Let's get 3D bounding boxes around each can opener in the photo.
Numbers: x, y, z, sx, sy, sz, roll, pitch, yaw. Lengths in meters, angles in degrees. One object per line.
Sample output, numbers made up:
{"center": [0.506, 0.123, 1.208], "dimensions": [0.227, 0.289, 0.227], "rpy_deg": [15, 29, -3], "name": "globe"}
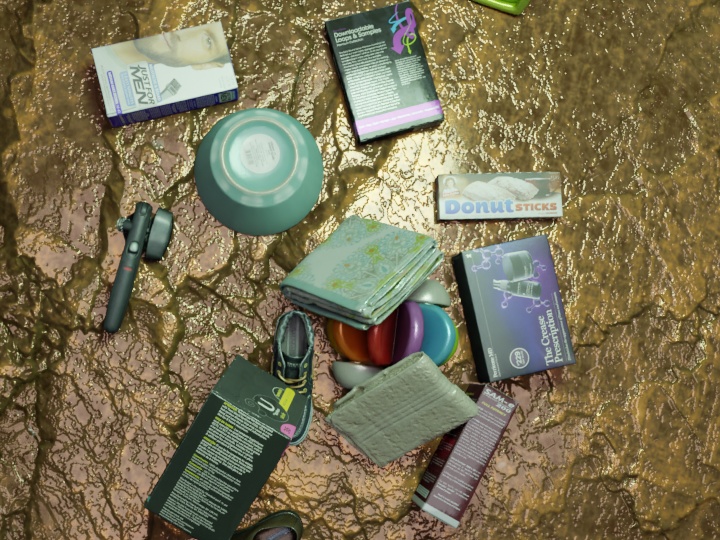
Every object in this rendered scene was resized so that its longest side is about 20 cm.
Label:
{"center": [-0.338, -0.005, 1.321], "dimensions": [0.078, 0.063, 0.201], "rpy_deg": [19, 81, -5], "name": "can opener"}

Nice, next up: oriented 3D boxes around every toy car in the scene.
{"center": [0.052, 0.092, 1.310], "dimensions": [0.198, 0.150, 0.177], "rpy_deg": [8, 82, -6], "name": "toy car"}

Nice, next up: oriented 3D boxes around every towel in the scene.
{"center": [0.000, 0.000, 1.293], "dimensions": [0.171, 0.199, 0.048], "rpy_deg": [-43, 130, -26], "name": "towel"}
{"center": [0.057, 0.202, 1.290], "dimensions": [0.199, 0.035, 0.133], "rpy_deg": [-33, 115, 29], "name": "towel"}

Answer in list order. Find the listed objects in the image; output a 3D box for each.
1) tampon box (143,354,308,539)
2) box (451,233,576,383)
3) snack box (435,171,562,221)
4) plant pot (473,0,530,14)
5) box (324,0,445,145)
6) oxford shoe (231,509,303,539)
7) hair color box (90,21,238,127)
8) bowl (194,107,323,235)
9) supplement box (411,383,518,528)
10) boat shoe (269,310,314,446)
{"center": [-0.180, 0.248, 1.236], "dimensions": [0.126, 0.150, 0.201], "rpy_deg": [31, 105, -3], "name": "tampon box"}
{"center": [0.232, 0.059, 1.373], "dimensions": [0.140, 0.079, 0.202], "rpy_deg": [-12, 85, -5], "name": "box"}
{"center": [0.218, -0.116, 1.416], "dimensions": [0.198, 0.024, 0.073], "rpy_deg": [-2, 85, -7], "name": "snack box"}
{"center": [0.207, -0.545, 1.382], "dimensions": [0.198, 0.200, 0.183], "rpy_deg": [20, 76, -3], "name": "plant pot"}
{"center": [0.037, -0.311, 1.413], "dimensions": [0.142, 0.036, 0.202], "rpy_deg": [-15, 87, -9], "name": "box"}
{"center": [-0.173, 0.411, 1.283], "dimensions": [0.199, 0.084, 0.073], "rpy_deg": [-33, 90, -7], "name": "oxford shoe"}
{"center": [-0.293, -0.296, 1.360], "dimensions": [0.198, 0.065, 0.110], "rpy_deg": [-15, 85, -9], "name": "hair color box"}
{"center": [-0.151, -0.158, 1.339], "dimensions": [0.199, 0.105, 0.203], "rpy_deg": [1, 84, -6], "name": "bowl"}
{"center": [0.152, 0.267, 1.323], "dimensions": [0.061, 0.109, 0.201], "rpy_deg": [28, 82, -2], "name": "supplement box"}
{"center": [-0.103, 0.157, 1.315], "dimensions": [0.070, 0.091, 0.202], "rpy_deg": [1, 84, -6], "name": "boat shoe"}
